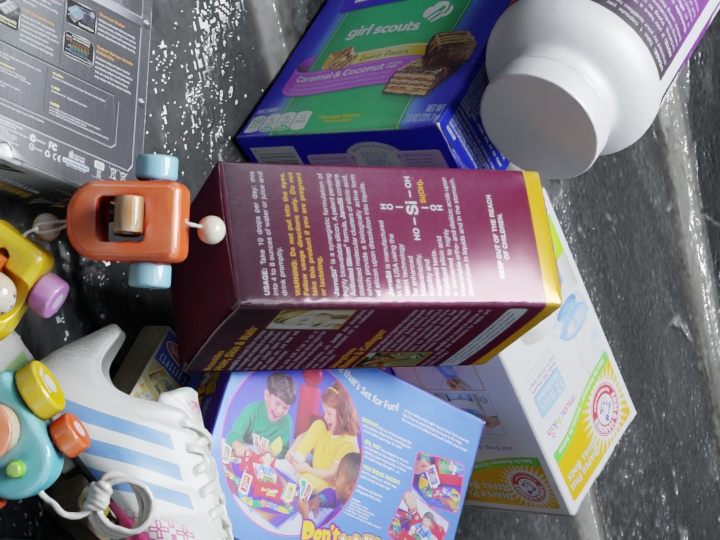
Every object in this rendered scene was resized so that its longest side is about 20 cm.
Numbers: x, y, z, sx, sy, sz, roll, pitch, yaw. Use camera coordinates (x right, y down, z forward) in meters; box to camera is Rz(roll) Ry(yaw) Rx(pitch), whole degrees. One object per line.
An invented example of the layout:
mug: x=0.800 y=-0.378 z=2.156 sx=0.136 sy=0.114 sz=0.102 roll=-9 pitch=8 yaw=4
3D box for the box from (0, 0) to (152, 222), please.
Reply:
box: x=-0.200 y=-0.128 z=0.916 sx=0.199 sy=0.048 sz=0.160 roll=23 pitch=61 yaw=-47

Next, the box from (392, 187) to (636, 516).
box: x=0.096 y=0.057 z=1.170 sx=0.113 sy=0.101 sz=0.201 roll=-48 pitch=124 yaw=-38

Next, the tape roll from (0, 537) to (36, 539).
tape roll: x=-0.182 y=0.250 z=0.930 sx=0.199 sy=0.066 sz=0.203 roll=3 pitch=86 yaw=-49

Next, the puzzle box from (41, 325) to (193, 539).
puzzle box: x=-0.100 y=0.148 z=1.061 sx=0.200 sy=0.025 sz=0.134 roll=51 pitch=52 yaw=-36

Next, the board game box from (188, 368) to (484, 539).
board game box: x=-0.022 y=0.122 z=1.058 sx=0.199 sy=0.045 sz=0.136 roll=29 pitch=68 yaw=-32

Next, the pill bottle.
pill bottle: x=0.149 y=-0.149 z=1.043 sx=0.201 sy=0.112 sz=0.113 roll=-54 pitch=127 yaw=-36

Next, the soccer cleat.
soccer cleat: x=-0.103 y=0.118 z=0.929 sx=0.086 sy=0.070 sz=0.200 roll=-40 pitch=89 yaw=-12

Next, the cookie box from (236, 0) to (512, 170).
cookie box: x=0.039 y=-0.135 z=1.128 sx=0.076 sy=0.170 sz=0.201 roll=57 pitch=48 yaw=-35

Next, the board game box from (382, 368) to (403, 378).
board game box: x=0.006 y=0.029 z=1.177 sx=0.199 sy=0.044 sz=0.136 roll=-33 pitch=113 yaw=-45

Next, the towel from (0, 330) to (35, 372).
towel: x=-0.249 y=0.048 z=0.892 sx=0.153 sy=0.023 sz=0.201 roll=-50 pitch=126 yaw=-38

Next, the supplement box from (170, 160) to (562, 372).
supplement box: x=0.000 y=0.000 z=0.973 sx=0.198 sy=0.110 sz=0.087 roll=0 pitch=68 yaw=-23

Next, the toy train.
toy train: x=-0.154 y=0.035 z=0.875 sx=0.056 sy=0.148 sz=0.203 roll=18 pitch=79 yaw=-80
